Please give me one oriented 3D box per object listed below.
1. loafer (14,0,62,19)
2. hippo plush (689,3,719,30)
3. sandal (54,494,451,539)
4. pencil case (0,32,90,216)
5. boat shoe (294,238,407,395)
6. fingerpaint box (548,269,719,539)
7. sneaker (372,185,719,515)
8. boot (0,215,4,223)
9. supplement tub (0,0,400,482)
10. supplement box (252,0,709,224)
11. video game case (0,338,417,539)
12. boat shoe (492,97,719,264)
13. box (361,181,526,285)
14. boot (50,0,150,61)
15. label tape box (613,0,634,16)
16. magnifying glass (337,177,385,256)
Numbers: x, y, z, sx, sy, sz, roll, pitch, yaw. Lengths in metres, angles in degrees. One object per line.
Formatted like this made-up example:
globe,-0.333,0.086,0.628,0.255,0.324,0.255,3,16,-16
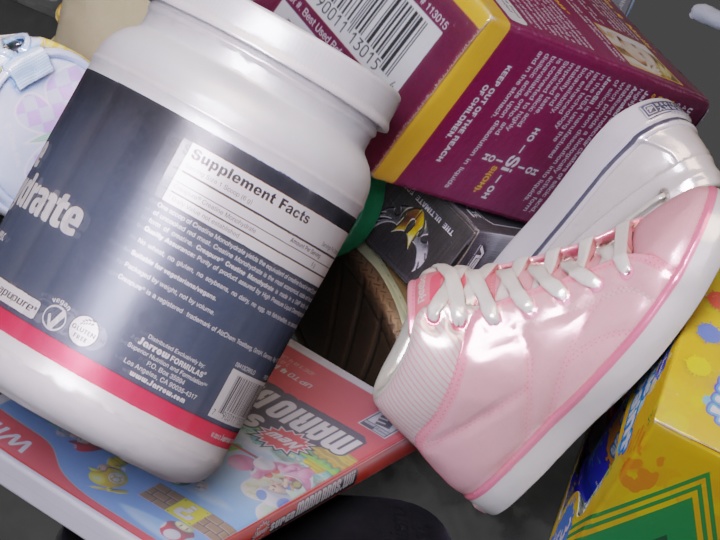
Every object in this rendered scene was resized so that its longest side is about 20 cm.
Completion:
loafer,-0.135,-0.166,1.633,0.199,0.075,0.070,32,48,11
hippo plush,0.281,-0.070,1.643,0.200,0.159,0.161,36,53,-12
sandal,-0.050,0.124,1.401,0.199,0.043,0.076,0,47,-22
pencil case,-0.199,-0.077,1.432,0.083,0.091,0.200,-46,32,-22
boat shoe,0.000,0.000,1.532,0.076,0.072,0.200,-1,46,-41
fingerpaint box,0.159,0.073,1.443,0.073,0.167,0.200,26,44,-1
sneaker,0.084,0.018,1.395,0.104,0.200,0.075,38,23,-8
boot,-0.183,-0.013,1.482,0.199,0.078,0.139,2,26,-8
supplement tub,-0.082,-0.020,1.325,0.140,0.201,0.140,29,-1,1
supplement box,0.060,-0.105,1.491,0.200,0.103,0.131,15,29,-49
video game case,-0.080,0.078,1.412,0.143,0.018,0.200,29,33,26
boat shoe,0.115,0.007,1.471,0.072,0.200,0.066,4,43,-44
box,0.024,-0.061,1.562,0.200,0.048,0.158,47,19,25
boot,-0.133,-0.123,1.463,0.072,0.156,0.200,-11,24,-32
label tape box,0.053,-0.209,1.760,0.199,0.066,0.144,4,46,-21
magnifying glass,-0.067,-0.069,1.517,0.200,0.080,0.022,30,17,35
